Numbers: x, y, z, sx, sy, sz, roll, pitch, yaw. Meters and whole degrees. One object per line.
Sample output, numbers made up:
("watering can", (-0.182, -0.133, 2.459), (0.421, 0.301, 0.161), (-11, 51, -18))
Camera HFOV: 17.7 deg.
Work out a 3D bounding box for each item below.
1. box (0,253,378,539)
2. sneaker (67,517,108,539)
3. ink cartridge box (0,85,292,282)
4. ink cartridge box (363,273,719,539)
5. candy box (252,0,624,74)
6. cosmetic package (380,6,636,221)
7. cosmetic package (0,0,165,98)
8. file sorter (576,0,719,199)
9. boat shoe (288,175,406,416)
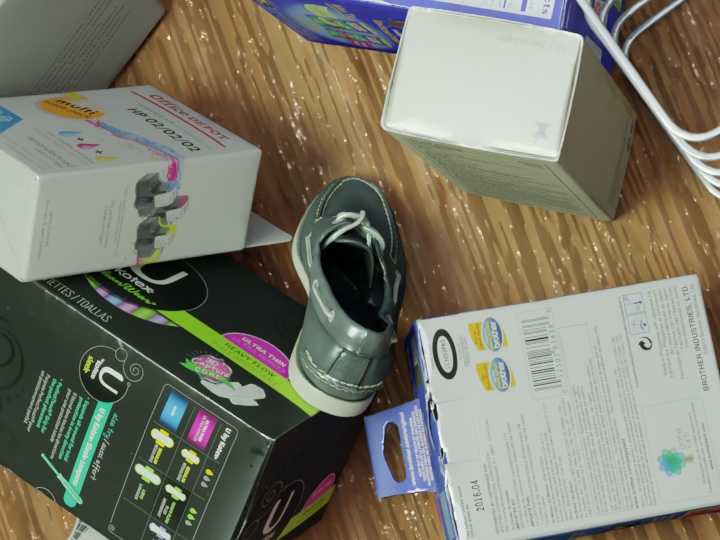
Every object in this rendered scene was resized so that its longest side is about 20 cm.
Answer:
("box", (-0.113, 0.072, 1.355), (0.200, 0.148, 0.125), (31, 118, 16))
("sneaker", (-0.204, 0.235, 1.415), (0.200, 0.076, 0.080), (-46, 62, -1))
("ink cartridge box", (-0.141, -0.056, 1.348), (0.115, 0.200, 0.068), (32, 119, 40))
("ink cartridge box", (0.105, 0.087, 1.325), (0.200, 0.076, 0.137), (-9, 78, -7))
("candy box", (0.045, -0.170, 1.360), (0.200, 0.169, 0.077), (12, 87, 15))
("cosmetic package", (0.089, -0.086, 1.319), (0.103, 0.200, 0.073), (12, 84, 15))
("cosmetic package", (-0.253, -0.169, 1.417), (0.167, 0.200, 0.166), (38, 89, 16))
("file sorter", (0.209, -0.132, 1.298), (0.124, 0.200, 0.139), (-36, 74, 8))
("boat shoe", (0.000, 0.000, 1.346), (0.073, 0.200, 0.062), (20, 126, -10))
